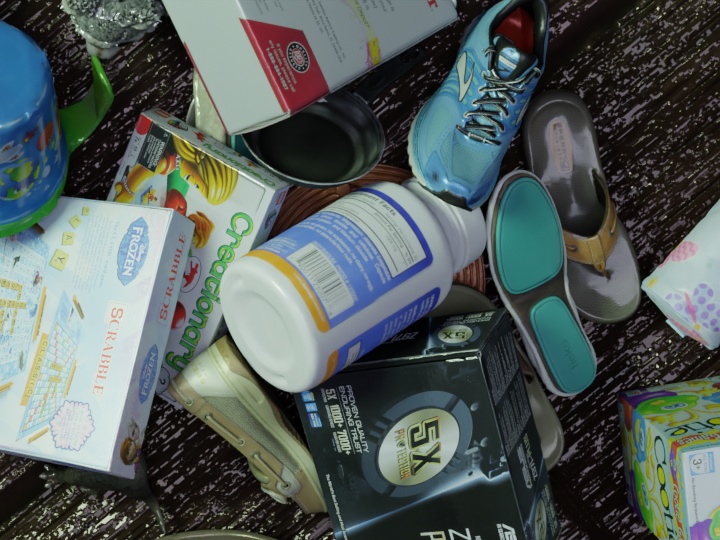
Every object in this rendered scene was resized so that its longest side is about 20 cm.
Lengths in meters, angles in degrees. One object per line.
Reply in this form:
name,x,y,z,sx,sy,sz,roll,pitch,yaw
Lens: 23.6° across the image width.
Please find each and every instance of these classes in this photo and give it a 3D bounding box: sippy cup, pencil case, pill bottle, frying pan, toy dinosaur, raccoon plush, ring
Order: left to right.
sippy cup,-0.276,-0.111,1.254,0.139,0.130,0.178,30,61,3
toy dinosaur,-0.216,0.141,1.369,0.077,0.102,0.201,-39,103,-41
raccoon plush,-0.190,-0.259,1.298,0.096,0.134,0.201,-6,99,-4
frying pan,-0.028,-0.129,1.348,0.114,0.191,0.031,21,136,2
pill bottle,0.000,0.000,1.320,0.199,0.112,0.113,-31,102,-32
ring,0.006,0.012,1.418,0.199,0.019,0.202,-1,98,-7
pencil case,0.319,-0.031,1.409,0.083,0.091,0.200,41,92,4

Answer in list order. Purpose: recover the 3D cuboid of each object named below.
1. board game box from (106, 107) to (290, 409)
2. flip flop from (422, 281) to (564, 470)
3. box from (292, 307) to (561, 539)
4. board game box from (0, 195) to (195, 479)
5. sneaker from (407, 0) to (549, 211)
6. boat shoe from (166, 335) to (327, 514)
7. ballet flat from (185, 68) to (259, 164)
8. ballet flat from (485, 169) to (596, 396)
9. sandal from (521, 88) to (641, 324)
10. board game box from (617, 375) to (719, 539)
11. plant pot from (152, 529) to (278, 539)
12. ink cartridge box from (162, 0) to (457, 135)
board game box,-0.149,-0.008,1.345,0.126,0.035,0.201,29,111,13
flip flop,0.106,0.091,1.409,0.081,0.058,0.201,-35,107,-3
box,0.054,0.145,1.366,0.163,0.086,0.201,-7,108,23
board game box,-0.240,0.043,1.309,0.198,0.041,0.201,8,78,25
sneaker,0.096,-0.140,1.328,0.078,0.090,0.201,23,63,-8
boat shoe,-0.083,0.134,1.370,0.063,0.073,0.201,-33,135,-1
ballet flat,-0.112,-0.075,1.376,0.062,0.067,0.201,16,107,31
ballet flat,0.137,0.009,1.399,0.069,0.069,0.201,-21,111,-2
sandal,0.182,-0.049,1.407,0.081,0.055,0.201,-13,101,-4
board game box,0.282,0.161,1.376,0.102,0.200,0.106,-8,99,-5
plant pot,-0.121,0.334,1.382,0.198,0.200,0.175,-4,116,-5
ink cartridge box,-0.039,-0.211,1.299,0.200,0.083,0.146,-34,103,-38
